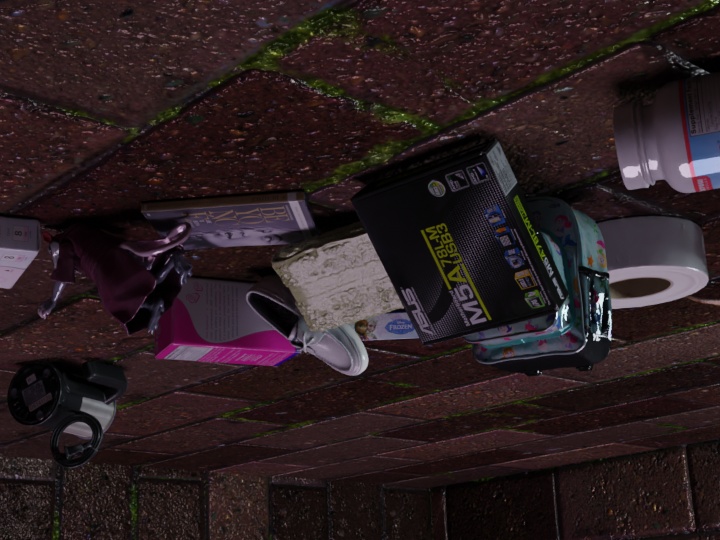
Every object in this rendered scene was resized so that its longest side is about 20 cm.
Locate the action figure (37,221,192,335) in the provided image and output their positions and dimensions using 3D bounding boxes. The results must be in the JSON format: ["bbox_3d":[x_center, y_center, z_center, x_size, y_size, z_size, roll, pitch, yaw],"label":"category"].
[{"bbox_3d":[-0.313,-0.010,1.418,0.198,0.134,0.150,28,131,19],"label":"action figure"}]

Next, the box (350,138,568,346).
[{"bbox_3d":[0.110,-0.026,1.320,0.191,0.202,0.048,-17,-163,36],"label":"box"}]

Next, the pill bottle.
[{"bbox_3d":[0.347,-0.135,1.119,0.197,0.110,0.109,-10,162,21],"label":"pill bottle"}]

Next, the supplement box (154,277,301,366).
[{"bbox_3d":[-0.196,0.077,1.728,0.197,0.103,0.103,7,161,-25],"label":"supplement box"}]

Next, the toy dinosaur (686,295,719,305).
[{"bbox_3d":[0.610,0.053,1.842,0.197,0.061,0.106,5,163,-23],"label":"toy dinosaur"}]

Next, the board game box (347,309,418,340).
[{"bbox_3d":[0.075,0.071,1.746,0.197,0.042,0.200,-2,-177,-2],"label":"board game box"}]

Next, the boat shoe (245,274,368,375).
[{"bbox_3d":[-0.078,0.081,1.640,0.068,0.200,0.072,-30,159,-51],"label":"boat shoe"}]

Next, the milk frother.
[{"bbox_3d":[-0.521,0.277,2.157,0.178,0.203,0.188,-13,161,19],"label":"milk frother"}]

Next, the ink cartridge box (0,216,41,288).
[{"bbox_3d":[-0.510,-0.028,1.441,0.197,0.058,0.162,2,163,-29],"label":"ink cartridge box"}]

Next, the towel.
[{"bbox_3d":[0.000,0.000,1.491,0.197,0.037,0.149,-19,127,11],"label":"towel"}]

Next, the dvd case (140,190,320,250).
[{"bbox_3d":[-0.155,-0.058,1.447,0.197,0.016,0.149,-4,162,4],"label":"dvd case"}]

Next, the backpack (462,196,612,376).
[{"bbox_3d":[0.208,0.013,1.423,0.176,0.203,0.150,-11,158,38],"label":"backpack"}]

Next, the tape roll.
[{"bbox_3d":[0.368,-0.008,1.596,0.199,0.072,0.203,-3,163,-1],"label":"tape roll"}]
